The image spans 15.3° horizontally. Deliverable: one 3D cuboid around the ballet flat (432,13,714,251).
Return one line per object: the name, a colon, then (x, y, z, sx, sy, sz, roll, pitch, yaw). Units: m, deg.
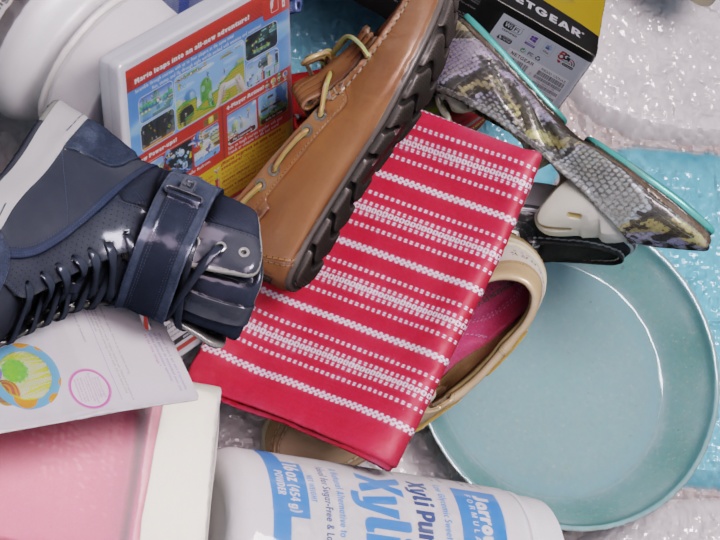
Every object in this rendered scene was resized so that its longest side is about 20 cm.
ballet flat: (0.110, -0.061, 1.535, 0.200, 0.072, 0.072, 42, 66, 11)

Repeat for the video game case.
video game case: (-0.087, -0.054, 1.499, 0.017, 0.201, 0.143, 22, 38, 32)

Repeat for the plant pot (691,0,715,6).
plant pot: (0.210, -0.327, 1.661, 0.200, 0.177, 0.200, 33, 52, -7)

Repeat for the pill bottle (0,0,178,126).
pill bottle: (-0.196, -0.156, 1.499, 0.200, 0.114, 0.114, 38, 65, 15)

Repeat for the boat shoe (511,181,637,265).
boat shoe: (0.067, -0.022, 1.578, 0.199, 0.069, 0.057, 9, 74, -8)

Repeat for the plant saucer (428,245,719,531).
plant saucer: (0.120, 0.062, 1.621, 0.199, 0.036, 0.201, 5, 72, -16)

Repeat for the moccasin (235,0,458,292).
moccasin: (-0.013, -0.087, 1.493, 0.078, 0.074, 0.202, 33, 93, 12)

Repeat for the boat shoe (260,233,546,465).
boat shoe: (0.023, 0.055, 1.529, 0.200, 0.069, 0.074, -42, 101, 8)

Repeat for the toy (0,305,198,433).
toy: (-0.195, 0.042, 1.367, 0.199, 0.047, 0.115, -6, 59, -35)

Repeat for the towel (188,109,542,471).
towel: (0.000, 0.000, 1.507, 0.144, 0.022, 0.201, 22, 82, 25)

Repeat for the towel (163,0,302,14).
towel: (-0.090, -0.231, 1.576, 0.024, 0.146, 0.201, 11, 71, -45)

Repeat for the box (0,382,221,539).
box: (-0.189, 0.111, 1.450, 0.199, 0.128, 0.110, 11, 71, -17)

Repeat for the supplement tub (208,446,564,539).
supplement tub: (0.001, 0.175, 1.493, 0.199, 0.132, 0.133, 9, 72, -20)

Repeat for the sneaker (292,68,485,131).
sneaker: (-0.005, -0.099, 1.597, 0.199, 0.085, 0.077, -16, 80, -23)

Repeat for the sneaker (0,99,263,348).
sneaker: (-0.130, 0.008, 1.345, 0.146, 0.077, 0.203, 29, 43, -2)

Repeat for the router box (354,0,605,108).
router box: (0.054, -0.198, 1.622, 0.199, 0.052, 0.158, 29, 35, -10)
